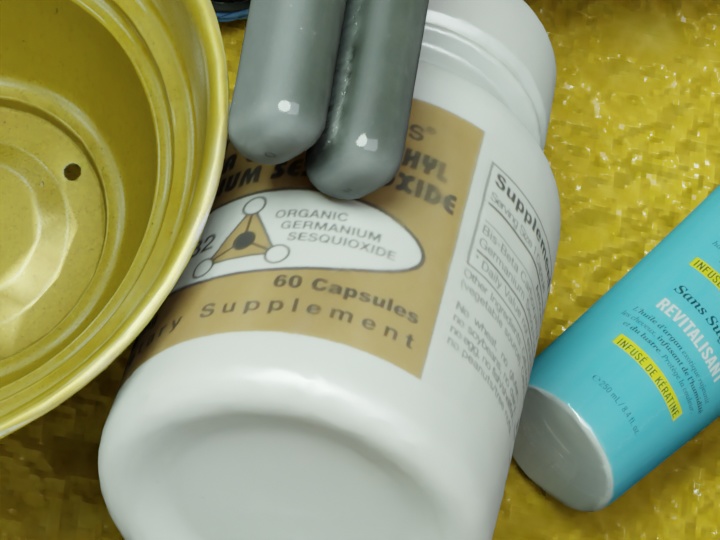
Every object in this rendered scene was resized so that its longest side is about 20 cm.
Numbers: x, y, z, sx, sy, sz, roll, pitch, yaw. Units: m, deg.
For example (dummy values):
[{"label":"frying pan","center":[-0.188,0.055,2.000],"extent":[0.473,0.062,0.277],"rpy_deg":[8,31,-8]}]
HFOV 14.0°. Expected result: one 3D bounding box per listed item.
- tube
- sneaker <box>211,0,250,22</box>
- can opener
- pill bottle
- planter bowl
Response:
[{"label":"tube","center":[0.130,0.004,0.988],"extent":[0.200,0.050,0.077],"rpy_deg":[-39,97,-29]},{"label":"sneaker","center":[0.016,-0.146,0.966],"extent":[0.200,0.083,0.071],"rpy_deg":[-31,87,-24]},{"label":"can opener","center":[-0.008,-0.112,0.853],"extent":[0.053,0.067,0.200],"rpy_deg":[24,62,-28]},{"label":"pill bottle","center":[0.000,0.000,0.879],"extent":[0.114,0.114,0.200],"rpy_deg":[26,46,-11]},{"label":"planter bowl","center":[-0.127,-0.024,0.864],"extent":[0.200,0.083,0.201],"rpy_deg":[-4,68,10]}]
